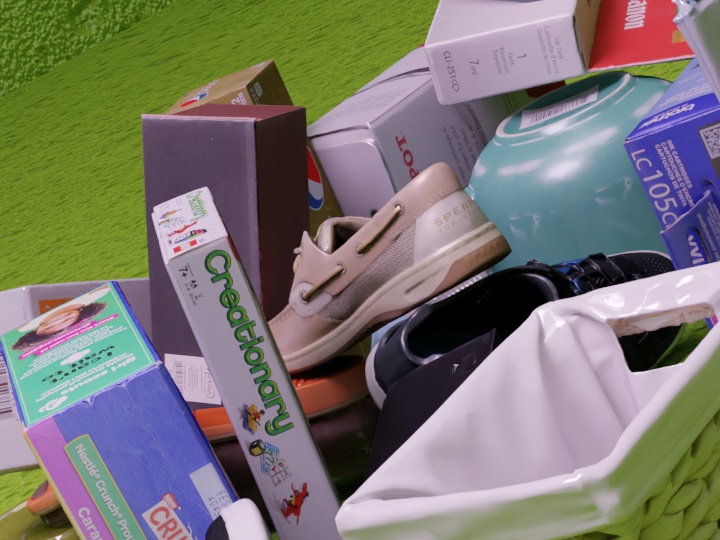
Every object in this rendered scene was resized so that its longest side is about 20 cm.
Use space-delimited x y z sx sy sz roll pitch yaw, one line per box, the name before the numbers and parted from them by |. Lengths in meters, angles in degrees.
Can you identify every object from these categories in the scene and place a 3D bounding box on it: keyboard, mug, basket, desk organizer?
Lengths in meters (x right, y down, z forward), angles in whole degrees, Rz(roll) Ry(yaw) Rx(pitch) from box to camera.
keyboard | 0.044 0.106 1.184 0.127 0.021 0.201 -28 34 36
mug | 0.129 -0.040 1.533 0.185 0.115 0.152 -33 16 -31
basket | 0.106 0.096 1.064 0.135 0.124 0.200 -14 17 37
desk organizer | -0.072 0.007 1.490 0.071 0.201 0.077 3 11 23

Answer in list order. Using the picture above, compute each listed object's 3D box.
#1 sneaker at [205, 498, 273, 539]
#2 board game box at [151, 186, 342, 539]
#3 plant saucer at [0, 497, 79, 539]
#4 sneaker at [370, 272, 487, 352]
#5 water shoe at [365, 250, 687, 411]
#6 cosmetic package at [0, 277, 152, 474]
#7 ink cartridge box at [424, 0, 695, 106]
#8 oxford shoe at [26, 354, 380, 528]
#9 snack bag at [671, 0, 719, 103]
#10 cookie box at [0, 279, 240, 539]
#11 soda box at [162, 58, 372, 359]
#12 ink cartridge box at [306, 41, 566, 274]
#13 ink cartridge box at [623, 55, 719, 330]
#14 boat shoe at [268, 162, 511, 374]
sneaker | -0.070 0.177 1.088 0.111 0.073 0.200 -24 32 -1
board game box | -0.047 0.066 1.270 0.034 0.201 0.126 -22 15 -3
plant saucer | -0.165 0.155 1.493 0.199 0.031 0.200 -24 14 6
sneaker | 0.044 0.063 1.443 0.074 0.082 0.200 17 27 -11
water shoe | 0.100 0.030 1.343 0.199 0.072 0.079 -20 -18 -28
cosmetic package | -0.146 0.059 1.525 0.071 0.102 0.200 -12 -4 34
ink cartridge box | 0.138 -0.170 1.604 0.175 0.045 0.200 -11 23 13
oxford shoe | -0.081 0.111 1.411 0.199 0.073 0.071 -18 11 3
snack bag | 0.237 -0.078 1.323 0.021 0.201 0.189 -23 12 34
cookie box | -0.102 0.109 1.270 0.075 0.172 0.200 -28 14 -6
soda box | -0.047 -0.019 1.572 0.064 0.201 0.068 -19 13 19
ink cartridge box | 0.056 -0.061 1.664 0.083 0.146 0.200 -8 21 42
ink cartridge box | 0.214 -0.044 1.362 0.076 0.137 0.200 -19 15 31
boat shoe | 0.000 0.000 1.375 0.072 0.065 0.200 -30 0 -37
